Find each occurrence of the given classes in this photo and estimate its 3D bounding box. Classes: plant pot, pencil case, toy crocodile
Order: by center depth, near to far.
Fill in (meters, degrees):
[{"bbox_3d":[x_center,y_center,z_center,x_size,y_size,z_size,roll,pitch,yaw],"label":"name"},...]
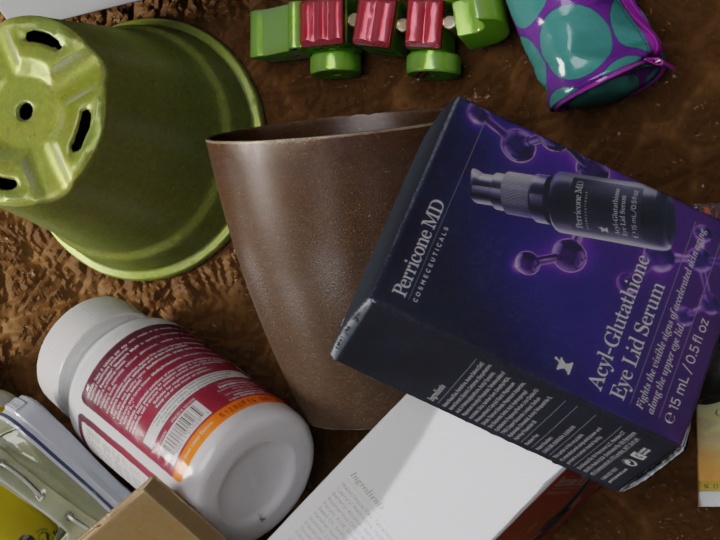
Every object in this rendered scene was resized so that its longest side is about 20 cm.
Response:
[{"bbox_3d":[0.000,0.000,1.246,0.187,0.187,0.200,-3,98,21],"label":"plant pot"},{"bbox_3d":[0.139,-0.208,1.247,0.092,0.085,0.200,-25,77,32],"label":"pencil case"},{"bbox_3d":[0.011,-0.172,1.306,0.200,0.062,0.068,2,86,22],"label":"toy crocodile"},{"bbox_3d":[-0.195,-0.098,1.314,0.200,0.184,0.200,-2,85,21],"label":"plant pot"}]

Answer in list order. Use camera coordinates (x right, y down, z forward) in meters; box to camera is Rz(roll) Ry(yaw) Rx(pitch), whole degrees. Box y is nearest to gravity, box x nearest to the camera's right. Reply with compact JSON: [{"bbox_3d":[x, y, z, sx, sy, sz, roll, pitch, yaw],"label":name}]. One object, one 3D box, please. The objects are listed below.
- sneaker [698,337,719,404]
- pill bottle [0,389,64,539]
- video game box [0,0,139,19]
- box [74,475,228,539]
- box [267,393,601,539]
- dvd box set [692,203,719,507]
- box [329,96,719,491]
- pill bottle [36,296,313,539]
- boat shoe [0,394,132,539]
[{"bbox_3d":[0.147,0.019,1.189,0.200,0.116,0.076,39,109,31],"label":"sneaker"},{"bbox_3d":[-0.284,0.160,1.363,0.112,0.112,0.200,-31,75,16],"label":"pill bottle"},{"bbox_3d":[-0.159,-0.270,1.346,0.200,0.047,0.182,-10,52,21],"label":"video game box"},{"bbox_3d":[-0.105,0.238,1.251,0.200,0.021,0.163,43,135,-7],"label":"box"},{"bbox_3d":[0.052,0.157,1.210,0.200,0.152,0.106,-47,71,12],"label":"box"},{"bbox_3d":[0.288,0.053,1.193,0.146,0.029,0.200,-2,84,21],"label":"dvd box set"},{"bbox_3d":[0.105,0.016,1.087,0.200,0.104,0.148,24,65,-4],"label":"box"},{"bbox_3d":[-0.134,0.100,1.292,0.200,0.110,0.110,33,98,39],"label":"pill bottle"},{"bbox_3d":[-0.192,0.175,1.314,0.200,0.072,0.062,46,74,-10],"label":"boat shoe"}]
